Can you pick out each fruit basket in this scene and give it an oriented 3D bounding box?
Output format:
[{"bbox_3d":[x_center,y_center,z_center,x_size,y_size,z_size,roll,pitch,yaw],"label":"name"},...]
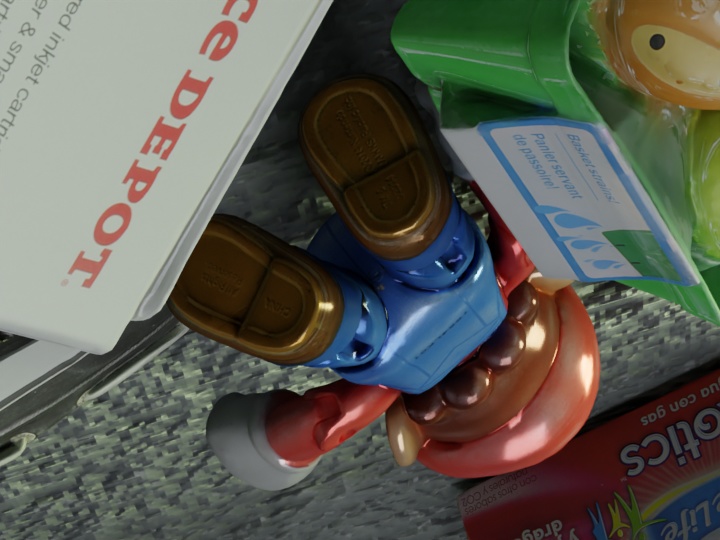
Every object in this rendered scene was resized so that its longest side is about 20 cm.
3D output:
[{"bbox_3d":[0.114,-0.044,0.723,0.199,0.094,0.185,11,155,33],"label":"fruit basket"}]

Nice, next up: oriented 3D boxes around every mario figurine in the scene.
[{"bbox_3d":[0.000,0.000,0.850,0.123,0.106,0.200,-10,163,13],"label":"mario figurine"}]

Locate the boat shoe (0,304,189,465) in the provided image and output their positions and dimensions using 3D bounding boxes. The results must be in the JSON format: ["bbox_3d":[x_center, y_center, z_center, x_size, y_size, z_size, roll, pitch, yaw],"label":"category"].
[{"bbox_3d":[-0.126,0.036,0.848,0.199,0.071,0.064,-28,150,16],"label":"boat shoe"}]

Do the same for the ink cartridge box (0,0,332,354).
[{"bbox_3d":[-0.103,-0.079,0.583,0.200,0.085,0.145,18,109,-46],"label":"ink cartridge box"}]

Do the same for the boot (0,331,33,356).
[{"bbox_3d":[-0.175,0.027,0.787,0.211,0.080,0.158,-24,172,-28],"label":"boot"}]

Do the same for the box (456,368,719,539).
[{"bbox_3d":[0.151,0.095,1.087,0.199,0.096,0.100,-27,152,17],"label":"box"}]
